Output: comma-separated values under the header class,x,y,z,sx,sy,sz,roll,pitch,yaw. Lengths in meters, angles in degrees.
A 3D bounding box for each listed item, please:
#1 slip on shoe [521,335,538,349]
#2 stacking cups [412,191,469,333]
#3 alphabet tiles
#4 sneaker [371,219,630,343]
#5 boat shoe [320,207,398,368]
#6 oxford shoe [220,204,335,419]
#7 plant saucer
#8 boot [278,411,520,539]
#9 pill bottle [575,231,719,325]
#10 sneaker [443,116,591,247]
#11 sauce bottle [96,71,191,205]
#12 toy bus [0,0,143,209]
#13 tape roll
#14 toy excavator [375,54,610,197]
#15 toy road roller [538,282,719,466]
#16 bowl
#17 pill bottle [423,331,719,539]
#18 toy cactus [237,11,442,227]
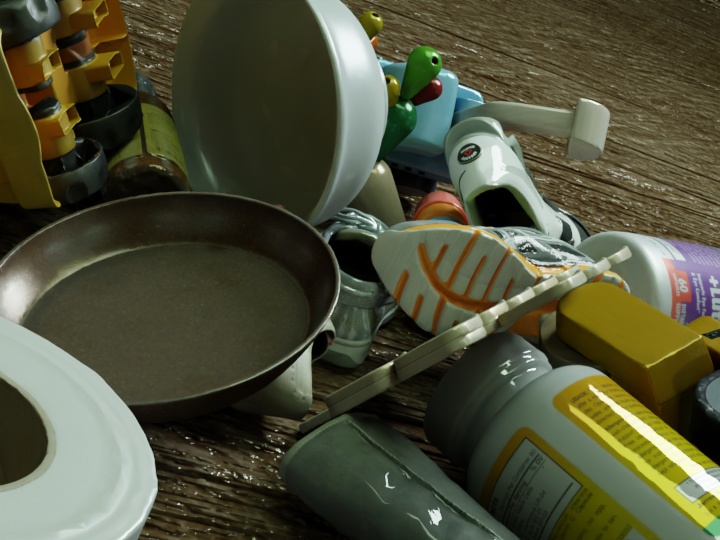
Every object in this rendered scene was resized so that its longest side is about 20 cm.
class,x,y,z,sx,sy,sz,roll,pitch,yaw
slip on shoe,0.146,0.054,1.127,0.074,0.061,0.200,-31,40,-27
stacking cups,0.064,-0.010,1.188,0.060,0.061,0.200,24,16,-5
alphabet tiles,0.060,0.038,0.904,0.015,0.195,0.200,62,29,4
sneaker,0.087,0.002,1.045,0.200,0.078,0.077,15,24,-34
boat shoe,-0.002,0.000,1.070,0.074,0.065,0.202,26,22,1
oxford shoe,-0.053,0.029,0.956,0.075,0.071,0.200,26,32,-9
plant saucer,-0.110,0.022,0.853,0.200,0.035,0.200,-3,35,2
boot,0.037,0.148,0.772,0.200,0.073,0.182,43,13,23
pill bottle,0.255,0.034,1.211,0.200,0.112,0.111,7,29,-39
sneaker,0.129,-0.023,1.212,0.200,0.074,0.089,45,26,-34
sauce bottle,-0.158,-0.088,1.099,0.066,0.066,0.200,18,24,-18
toy bus,-0.254,-0.121,0.986,0.191,0.136,0.200,-6,28,10
tape roll,-0.192,0.087,0.659,0.202,0.071,0.203,22,23,-10
toy excavator,0.078,-0.120,1.259,0.194,0.100,0.200,16,-8,-18
toy road roller,0.219,0.082,0.964,0.146,0.123,0.200,-26,39,-30
bowl,-0.044,-0.117,1.090,0.090,0.201,0.201,-8,38,-38
pill bottle,0.132,0.125,0.872,0.200,0.113,0.113,40,26,31
toy cactus,-0.015,-0.102,1.208,0.165,0.200,0.102,64,11,-13
